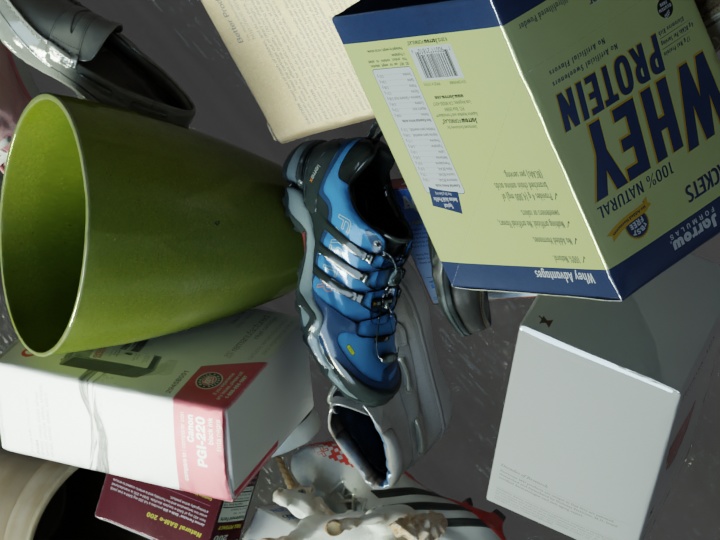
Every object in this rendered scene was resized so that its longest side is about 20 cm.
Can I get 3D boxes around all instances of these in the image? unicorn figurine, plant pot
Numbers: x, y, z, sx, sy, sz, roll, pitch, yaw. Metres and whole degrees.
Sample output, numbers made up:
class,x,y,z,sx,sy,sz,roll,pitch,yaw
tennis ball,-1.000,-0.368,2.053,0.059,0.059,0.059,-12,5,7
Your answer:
class,x,y,z,sx,sy,sz,roll,pitch,yaw
unicorn figurine,-0.021,0.203,1.750,0.199,0.137,0.074,8,104,29
plant pot,-0.141,-0.032,1.666,0.187,0.199,0.189,-1,88,62
plant pot,-0.260,0.227,1.997,0.173,0.200,0.201,15,134,48

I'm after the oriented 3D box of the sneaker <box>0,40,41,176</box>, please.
class,x,y,z,sx,sy,sz,roll,pitch,yaw
sneaker,-0.294,-0.110,1.790,0.075,0.105,0.201,-4,122,35

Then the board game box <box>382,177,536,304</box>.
class,x,y,z,sx,sy,sz,roll,pitch,yaw
board game box,0.116,-0.028,1.621,0.199,0.019,0.103,-5,121,38

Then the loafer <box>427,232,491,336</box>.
class,x,y,z,sx,sy,sz,roll,pitch,yaw
loafer,0.080,-0.031,1.581,0.072,0.073,0.201,-10,137,3

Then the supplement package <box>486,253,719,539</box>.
class,x,y,z,sx,sy,sz,roll,pitch,yaw
supplement package,0.173,0.084,1.575,0.119,0.122,0.201,23,142,14

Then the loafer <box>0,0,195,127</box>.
class,x,y,z,sx,sy,sz,roll,pitch,yaw
loafer,-0.206,-0.170,1.708,0.200,0.070,0.070,41,133,-10

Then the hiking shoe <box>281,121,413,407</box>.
class,x,y,z,sx,sy,sz,roll,pitch,yaw
hiking shoe,0.000,0.000,1.635,0.086,0.074,0.202,-10,95,43

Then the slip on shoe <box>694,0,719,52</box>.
class,x,y,z,sx,sy,sz,roll,pitch,yaw
slip on shoe,0.229,-0.185,1.376,0.061,0.076,0.200,43,145,-4

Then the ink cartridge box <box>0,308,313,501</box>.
class,x,y,z,sx,sy,sz,roll,pitch,yaw
ink cartridge box,-0.155,0.085,1.701,0.199,0.146,0.085,8,120,23

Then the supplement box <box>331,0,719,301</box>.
class,x,y,z,sx,sy,sz,roll,pitch,yaw
supplement box,0.117,-0.103,1.416,0.200,0.134,0.201,4,123,61

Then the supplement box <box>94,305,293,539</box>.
class,x,y,z,sx,sy,sz,roll,pitch,yaw
supplement box,-0.128,0.118,1.807,0.108,0.061,0.201,19,94,23

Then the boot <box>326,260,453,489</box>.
class,x,y,z,sx,sy,sz,roll,pitch,yaw
boot,0.009,0.069,1.720,0.073,0.096,0.201,-2,122,37

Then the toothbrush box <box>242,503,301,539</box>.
class,x,y,z,sx,sy,sz,roll,pitch,yaw
toothbrush box,-0.017,0.299,1.845,0.199,0.086,0.146,26,96,17

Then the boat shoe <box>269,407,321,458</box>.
class,x,y,z,sx,sy,sz,roll,pitch,yaw
boat shoe,-0.124,0.112,1.869,0.199,0.071,0.064,1,122,33

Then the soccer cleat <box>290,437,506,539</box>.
class,x,y,z,sx,sy,sz,roll,pitch,yaw
soccer cleat,0.023,0.200,1.824,0.199,0.085,0.069,25,135,17

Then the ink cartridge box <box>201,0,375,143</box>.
class,x,y,z,sx,sy,sz,roll,pitch,yaw
ink cartridge box,-0.027,-0.201,1.543,0.164,0.075,0.201,-9,118,42
